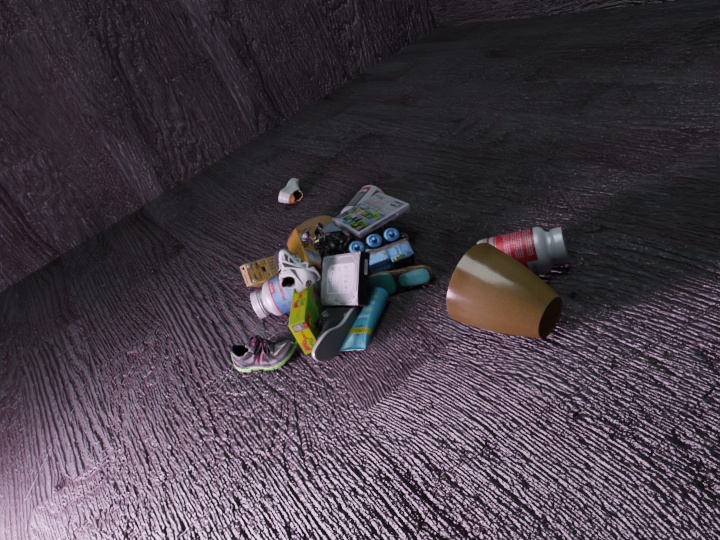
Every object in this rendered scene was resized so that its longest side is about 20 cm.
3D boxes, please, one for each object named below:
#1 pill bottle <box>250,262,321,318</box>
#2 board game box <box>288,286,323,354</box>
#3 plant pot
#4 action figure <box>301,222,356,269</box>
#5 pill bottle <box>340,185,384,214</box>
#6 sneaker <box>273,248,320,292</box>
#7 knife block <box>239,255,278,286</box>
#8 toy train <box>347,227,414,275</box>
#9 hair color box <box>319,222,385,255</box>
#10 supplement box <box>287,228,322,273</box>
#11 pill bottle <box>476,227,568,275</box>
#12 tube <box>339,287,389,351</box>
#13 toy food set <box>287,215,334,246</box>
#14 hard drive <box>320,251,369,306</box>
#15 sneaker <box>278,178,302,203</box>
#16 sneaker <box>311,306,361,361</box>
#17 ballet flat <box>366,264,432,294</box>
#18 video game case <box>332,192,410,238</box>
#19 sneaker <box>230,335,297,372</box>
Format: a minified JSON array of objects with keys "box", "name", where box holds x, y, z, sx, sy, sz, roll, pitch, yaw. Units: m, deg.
[{"box":[-0.214,0.063,1.741,0.198,0.109,0.109,-24,29,5],"name":"pill bottle"},{"box":[-0.143,0.119,1.602,0.047,0.102,0.201,-21,29,11],"name":"board game box"},{"box":[0.316,0.061,1.276,0.186,0.187,0.199,-40,46,-25],"name":"plant pot"},{"box":[-0.087,-0.069,1.780,0.118,0.103,0.199,-32,40,-24],"name":"action figure"},{"box":[0.000,-0.184,1.969,0.110,0.111,0.200,-1,37,38],"name":"pill bottle"},{"box":[-0.201,0.002,1.652,0.088,0.074,0.199,-41,37,-19],"name":"sneaker"},{"box":[-0.284,0.012,1.830,0.199,0.064,0.175,-19,-10,-30],"name":"knife block"},{"box":[0.052,-0.040,1.673,0.198,0.087,0.115,-21,61,-8],"name":"toy train"},{"box":[-0.018,-0.100,1.859,0.198,0.100,0.061,-6,32,32],"name":"hair color box"},{"box":[-0.174,-0.049,1.886,0.067,0.068,0.201,-58,30,24],"name":"supplement box"},{"box":[0.385,-0.039,1.423,0.198,0.113,0.113,-13,31,22],"name":"pill bottle"},{"box":[0.016,0.129,1.524,0.077,0.051,0.201,-13,35,38],"name":"tube"},{"box":[-0.164,-0.126,2.071,0.197,0.049,0.200,0,39,39],"name":"toy food set"},{"box":[-0.044,0.026,1.606,0.038,0.141,0.199,6,-6,-31],"name":"hard drive"},{"box":[-0.272,-0.321,2.477,0.084,0.073,0.200,14,32,5],"name":"sneaker"},{"box":[-0.084,0.161,1.525,0.098,0.071,0.200,-2,31,37],"name":"sneaker"},{"box":[0.101,0.021,1.615,0.198,0.068,0.072,-16,10,18],"name":"ballet flat"},{"box":[0.030,-0.170,1.812,0.181,0.022,0.200,-31,28,-14],"name":"video game case"},{"box":[-0.257,0.212,1.561,0.198,0.084,0.077,-16,31,19],"name":"sneaker"}]
